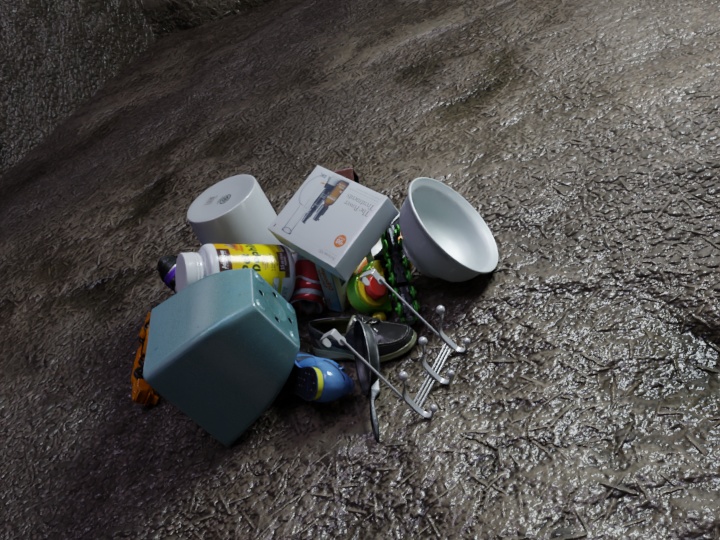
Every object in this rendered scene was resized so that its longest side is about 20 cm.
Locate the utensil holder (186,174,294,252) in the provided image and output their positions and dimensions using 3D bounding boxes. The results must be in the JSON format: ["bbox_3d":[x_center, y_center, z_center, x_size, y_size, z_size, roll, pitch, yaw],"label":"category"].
[{"bbox_3d":[-0.233,-0.066,1.665,0.167,0.202,0.171,-19,32,12],"label":"utensil holder"}]

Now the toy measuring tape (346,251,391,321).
[{"bbox_3d":[0.000,0.000,1.423,0.072,0.203,0.074,-16,-11,-3],"label":"toy measuring tape"}]

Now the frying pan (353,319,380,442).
[{"bbox_3d":[0.016,0.152,1.251,0.030,0.117,0.191,-6,30,-12],"label":"frying pan"}]

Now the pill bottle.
[{"bbox_3d":[-0.221,0.008,1.460,0.197,0.111,0.109,-1,20,-28],"label":"pill bottle"}]

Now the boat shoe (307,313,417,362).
[{"bbox_3d":[-0.004,0.107,1.365,0.198,0.067,0.072,-5,37,33],"label":"boat shoe"}]

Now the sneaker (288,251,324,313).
[{"bbox_3d":[-0.109,0.026,1.560,0.070,0.115,0.200,10,-8,-14],"label":"sneaker"}]

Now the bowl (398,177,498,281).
[{"bbox_3d":[0.133,-0.053,1.407,0.090,0.200,0.203,-45,20,33],"label":"bowl"}]

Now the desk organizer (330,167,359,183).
[{"bbox_3d":[-0.030,-0.140,1.623,0.075,0.073,0.200,-9,-9,9],"label":"desk organizer"}]

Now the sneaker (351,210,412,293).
[{"bbox_3d":[0.071,-0.030,1.517,0.089,0.071,0.200,20,54,33],"label":"sneaker"}]

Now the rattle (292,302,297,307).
[{"bbox_3d":[-0.220,0.127,1.542,0.130,0.141,0.203,-39,29,53],"label":"rattle"}]

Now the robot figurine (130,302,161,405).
[{"bbox_3d":[-0.393,0.155,1.571,0.146,0.057,0.201,-61,22,24],"label":"robot figurine"}]

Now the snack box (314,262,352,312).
[{"bbox_3d":[-0.007,-0.034,1.520,0.037,0.117,0.201,14,49,29],"label":"snack box"}]

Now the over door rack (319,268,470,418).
[{"bbox_3d":[0.059,0.100,1.217,0.148,0.199,0.067,-54,1,-38],"label":"over door rack"}]

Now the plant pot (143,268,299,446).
[{"bbox_3d":[-0.207,0.117,1.343,0.199,0.196,0.197,-37,29,12],"label":"plant pot"}]

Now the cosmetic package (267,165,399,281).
[{"bbox_3d":[-0.050,-0.086,1.433,0.199,0.052,0.152,28,78,43],"label":"cosmetic package"}]

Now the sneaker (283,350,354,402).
[{"bbox_3d":[-0.076,0.171,1.349,0.077,0.067,0.199,3,5,-27],"label":"sneaker"}]

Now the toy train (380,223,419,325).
[{"bbox_3d":[0.064,0.007,1.412,0.041,0.057,0.203,-7,55,-6],"label":"toy train"}]

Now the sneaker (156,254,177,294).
[{"bbox_3d":[-0.355,0.015,1.656,0.099,0.200,0.070,40,78,11],"label":"sneaker"}]
